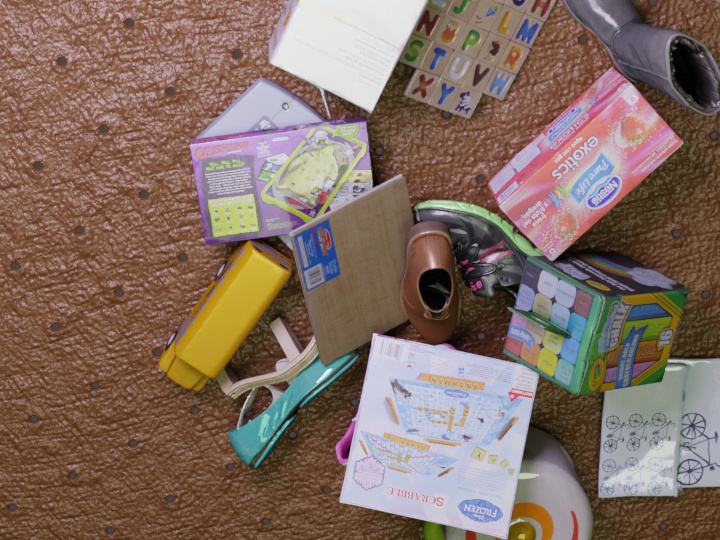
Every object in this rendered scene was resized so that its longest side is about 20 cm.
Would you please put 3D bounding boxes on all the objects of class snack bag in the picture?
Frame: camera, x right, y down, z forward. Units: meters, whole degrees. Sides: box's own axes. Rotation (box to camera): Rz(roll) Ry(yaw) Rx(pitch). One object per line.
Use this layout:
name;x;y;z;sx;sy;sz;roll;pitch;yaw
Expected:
snack bag;0.397;0.197;1.785;0.199;0.021;0.190;0;109;-3

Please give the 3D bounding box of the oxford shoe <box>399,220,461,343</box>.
oxford shoe;0.081;0.033;1.636;0.071;0.072;0.200;-9;143;2

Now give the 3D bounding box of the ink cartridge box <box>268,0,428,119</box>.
ink cartridge box;-0.013;-0.273;1.537;0.125;0.129;0.201;25;106;-11

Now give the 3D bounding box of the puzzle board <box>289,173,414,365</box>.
puzzle board;0.000;0.000;1.636;0.150;0.017;0.201;-27;132;-17

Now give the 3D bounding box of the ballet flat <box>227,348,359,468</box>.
ballet flat;-0.089;0.148;1.719;0.070;0.067;0.200;43;101;4

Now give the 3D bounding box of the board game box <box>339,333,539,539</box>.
board game box;0.092;0.190;1.656;0.199;0.041;0.201;12;85;6

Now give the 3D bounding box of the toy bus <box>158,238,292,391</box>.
toy bus;-0.159;0.055;1.671;0.065;0.078;0.200;33;104;-14

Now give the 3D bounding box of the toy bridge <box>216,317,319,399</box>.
toy bridge;-0.082;0.086;1.691;0.200;0.067;0.027;-39;144;10

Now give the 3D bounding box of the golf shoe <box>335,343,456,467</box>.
golf shoe;0.046;0.170;1.713;0.091;0.075;0.200;18;111;-49

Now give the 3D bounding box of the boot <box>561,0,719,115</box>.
boot;0.296;-0.251;1.524;0.073;0.200;0.182;-42;107;11

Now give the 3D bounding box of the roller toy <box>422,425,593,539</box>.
roller toy;0.188;0.290;1.743;0.181;0.140;0.201;19;107;-10

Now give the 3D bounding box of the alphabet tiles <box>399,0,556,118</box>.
alphabet tiles;0.129;-0.268;1.571;0.166;0.006;0.201;15;110;-38

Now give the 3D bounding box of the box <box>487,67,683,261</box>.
box;0.251;-0.121;1.621;0.200;0.103;0.095;-43;107;10

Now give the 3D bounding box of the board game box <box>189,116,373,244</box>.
board game box;-0.085;-0.101;1.612;0.199;0.032;0.121;-7;114;-2

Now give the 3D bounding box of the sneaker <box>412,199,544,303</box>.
sneaker;0.143;-0.016;1.656;0.199;0.077;0.084;33;76;-13

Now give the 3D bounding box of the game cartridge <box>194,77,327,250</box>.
game cartridge;-0.079;-0.118;1.639;0.133;0.041;0.200;-40;107;14

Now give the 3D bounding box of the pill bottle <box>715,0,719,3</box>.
pill bottle;0.410;-0.330;1.503;0.114;0.200;0.115;-1;110;-3

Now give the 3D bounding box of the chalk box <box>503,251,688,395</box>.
chalk box;0.252;0.059;1.627;0.199;0.125;0.125;-4;114;-39
